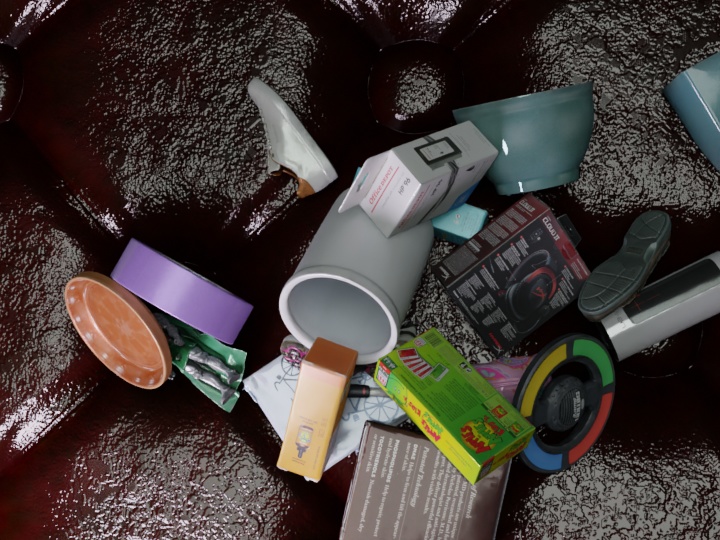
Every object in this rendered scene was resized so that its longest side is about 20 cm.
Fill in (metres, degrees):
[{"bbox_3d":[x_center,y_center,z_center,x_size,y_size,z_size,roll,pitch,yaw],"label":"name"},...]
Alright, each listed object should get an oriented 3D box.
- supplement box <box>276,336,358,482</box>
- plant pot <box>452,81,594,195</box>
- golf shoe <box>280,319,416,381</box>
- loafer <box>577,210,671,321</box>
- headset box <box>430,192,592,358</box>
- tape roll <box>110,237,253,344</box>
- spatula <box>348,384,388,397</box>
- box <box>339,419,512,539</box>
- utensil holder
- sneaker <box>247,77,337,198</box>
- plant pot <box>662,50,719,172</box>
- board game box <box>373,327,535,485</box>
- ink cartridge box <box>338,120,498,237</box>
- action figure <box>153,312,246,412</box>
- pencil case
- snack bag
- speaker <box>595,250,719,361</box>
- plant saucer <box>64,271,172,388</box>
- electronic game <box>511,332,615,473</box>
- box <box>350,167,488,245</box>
[{"bbox_3d":[-0.060,0.194,1.503,0.066,0.069,0.201,19,121,6],"label":"supplement box"},{"bbox_3d":[0.241,-0.182,1.543,0.200,0.200,0.135,-12,97,5],"label":"plant pot"},{"bbox_3d":[-0.014,0.109,1.573,0.199,0.073,0.092,5,53,7],"label":"golf shoe"},{"bbox_3d":[0.380,0.004,1.525,0.072,0.063,0.200,20,61,44],"label":"loafer"},{"bbox_3d":[0.224,0.001,1.532,0.200,0.075,0.149,-38,118,1],"label":"headset box"},{"bbox_3d":[-0.255,0.030,1.561,0.200,0.200,0.066,30,87,10],"label":"tape roll"},{"bbox_3d":[0.029,0.175,1.573,0.199,0.021,0.057,3,80,1],"label":"spatula"},{"bbox_3d":[0.084,0.306,1.486,0.199,0.166,0.165,13,83,1],"label":"box"},{"bbox_3d":[0.000,0.000,1.511,0.169,0.170,0.200,16,48,9],"label":"utensil holder"},{"bbox_3d":[-0.124,-0.198,1.640,0.085,0.073,0.200,-36,81,-1],"label":"sneaker"},{"bbox_3d":[0.547,-0.213,1.527,0.141,0.141,0.200,-28,86,3],"label":"plant pot"},{"bbox_3d":[0.121,0.174,1.429,0.101,0.048,0.200,-28,58,-30],"label":"board game box"},{"bbox_3d":[0.077,-0.117,1.453,0.200,0.116,0.068,-24,67,-38],"label":"ink cartridge box"},{"bbox_3d":[-0.265,0.120,1.615,0.200,0.055,0.118,31,121,18],"label":"action figure"},{"bbox_3d":[0.167,0.170,1.524,0.199,0.087,0.088,-6,81,-10],"label":"pencil case"},{"bbox_3d":[-0.045,0.185,1.601,0.200,0.021,0.189,-35,80,-2],"label":"snack bag"},{"bbox_3d":[0.431,0.052,1.532,0.199,0.081,0.081,-26,80,4],"label":"speaker"},{"bbox_3d":[-0.348,0.084,1.583,0.200,0.200,0.032,39,54,11],"label":"plant saucer"},{"bbox_3d":[0.279,0.182,1.492,0.042,0.200,0.201,20,83,50],"label":"electronic game"},{"bbox_3d":[0.085,-0.089,1.594,0.199,0.082,0.049,20,84,10],"label":"box"}]
